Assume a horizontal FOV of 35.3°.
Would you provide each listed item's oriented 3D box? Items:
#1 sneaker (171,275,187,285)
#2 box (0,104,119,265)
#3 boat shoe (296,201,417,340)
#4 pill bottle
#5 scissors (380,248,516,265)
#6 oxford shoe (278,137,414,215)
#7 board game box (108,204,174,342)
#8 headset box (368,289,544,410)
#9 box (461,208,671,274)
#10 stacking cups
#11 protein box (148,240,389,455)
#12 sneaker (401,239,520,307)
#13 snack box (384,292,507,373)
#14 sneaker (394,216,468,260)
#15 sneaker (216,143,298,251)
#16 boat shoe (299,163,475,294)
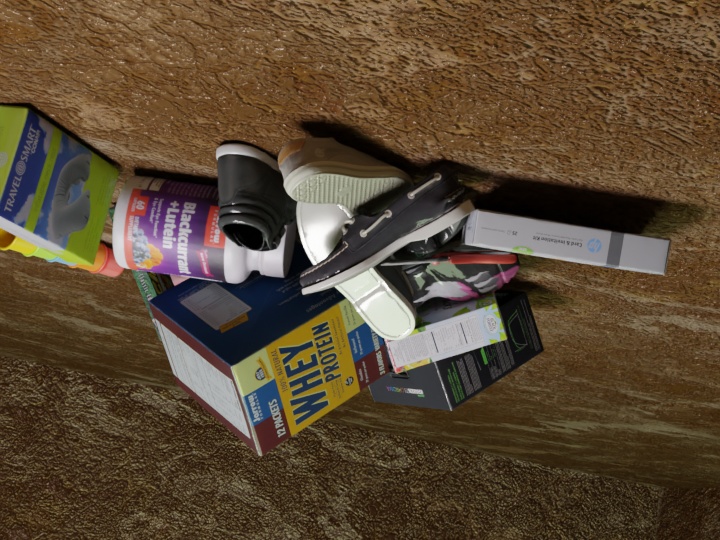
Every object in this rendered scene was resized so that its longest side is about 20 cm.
[{"bbox_3d":[-0.279,0.024,1.675,0.075,0.105,0.200,18,164,-38],"label":"sneaker"},{"bbox_3d":[-0.347,-0.093,1.228,0.047,0.123,0.200,7,166,24],"label":"box"},{"bbox_3d":[-0.002,-0.015,1.246,0.073,0.062,0.200,-28,109,24],"label":"boat shoe"},{"bbox_3d":[-0.180,-0.045,1.332,0.199,0.112,0.111,7,166,4],"label":"pill bottle"},{"bbox_3d":[0.085,-0.012,1.228,0.199,0.014,0.073,-4,-170,-35],"label":"scissors"},{"bbox_3d":[-0.012,-0.098,1.150,0.075,0.058,0.200,-39,155,27],"label":"oxford shoe"},{"bbox_3d":[-0.269,0.014,1.484,0.023,0.201,0.105,-29,159,6],"label":"board game box"},{"bbox_3d":[0.115,0.108,1.548,0.200,0.093,0.174,-28,-165,-32],"label":"headset box"},{"bbox_3d":[0.213,-0.031,1.211,0.199,0.041,0.156,10,-178,0],"label":"box"},{"bbox_3d":[-0.428,-0.029,1.642,0.060,0.061,0.200,-3,161,40],"label":"stacking cups"},{"bbox_3d":[-0.110,0.079,1.364,0.200,0.198,0.135,30,142,46],"label":"protein box"},{"bbox_3d":[0.090,-0.010,1.373,0.199,0.086,0.081,-15,122,7],"label":"sneaker"},{"bbox_3d":[0.104,0.060,1.423,0.142,0.053,0.200,-17,-169,5],"label":"snack box"},{"bbox_3d":[0.062,-0.051,1.286,0.079,0.076,0.200,-18,177,-37],"label":"sneaker"},{"bbox_3d":[-0.088,-0.059,1.246,0.070,0.100,0.200,-6,161,39],"label":"sneaker"},{"bbox_3d":[0.018,-0.040,1.163,0.199,0.061,0.074,-29,-179,14],"label":"boat shoe"}]
